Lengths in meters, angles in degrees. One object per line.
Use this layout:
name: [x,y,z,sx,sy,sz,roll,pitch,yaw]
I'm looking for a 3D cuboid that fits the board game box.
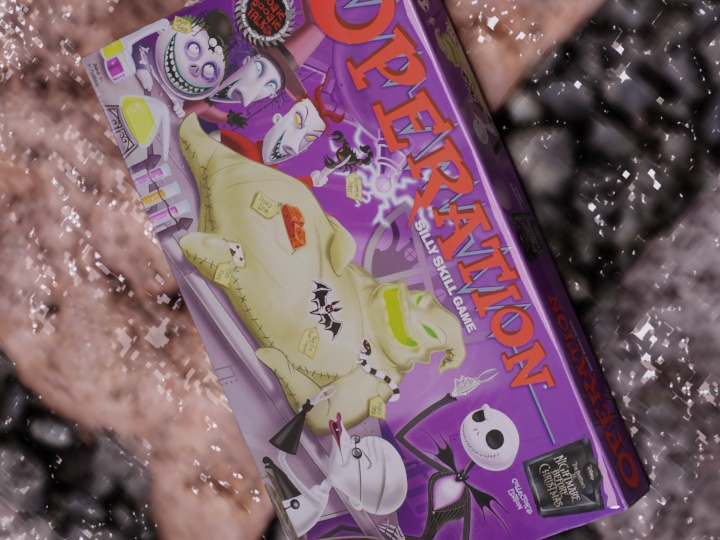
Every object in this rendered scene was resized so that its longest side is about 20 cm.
board game box: [0.000,0.000,0.882,0.120,0.032,0.200,-23,92,23]
